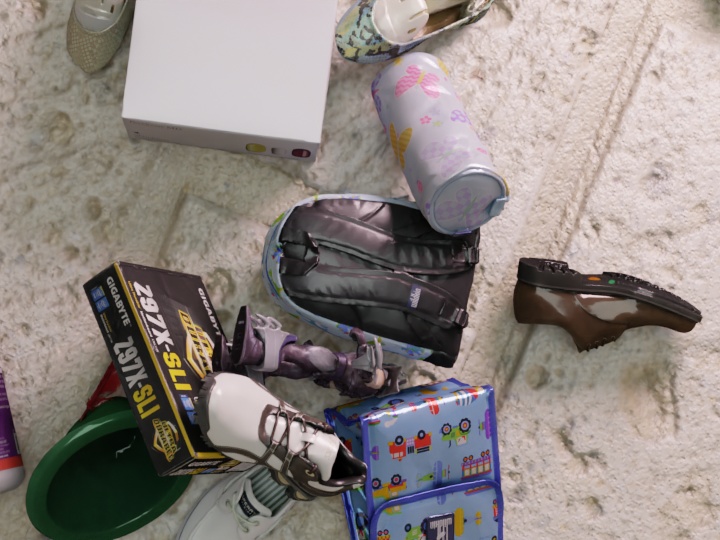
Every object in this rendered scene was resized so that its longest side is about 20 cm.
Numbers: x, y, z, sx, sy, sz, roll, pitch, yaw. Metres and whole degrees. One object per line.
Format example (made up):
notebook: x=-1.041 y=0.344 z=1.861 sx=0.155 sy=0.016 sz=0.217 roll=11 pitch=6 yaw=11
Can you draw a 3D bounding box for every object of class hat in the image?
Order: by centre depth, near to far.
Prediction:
hat: x=-0.261 y=0.145 z=1.497 sx=0.198 sy=0.167 sz=0.176 roll=-23 pitch=46 yaw=-15

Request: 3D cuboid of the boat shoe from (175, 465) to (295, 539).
boat shoe: x=-0.110 y=0.226 z=1.487 sx=0.074 sy=0.067 sz=0.200 roll=44 pitch=83 yaw=1

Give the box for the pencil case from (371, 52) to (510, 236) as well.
pencil case: x=0.078 y=-0.128 z=1.482 sx=0.089 sy=0.084 sz=0.201 roll=-9 pitch=46 yaw=-16

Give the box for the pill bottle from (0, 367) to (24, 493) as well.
pill bottle: x=-0.398 y=0.124 z=1.451 sx=0.111 sy=0.112 sz=0.203 roll=-14 pitch=85 yaw=-6

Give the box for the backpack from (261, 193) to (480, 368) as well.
backpack: x=0.000 y=0.000 z=1.492 sx=0.198 sy=0.153 sz=0.166 roll=9 pitch=88 yaw=-25

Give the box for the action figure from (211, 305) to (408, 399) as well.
action figure: x=-0.039 y=0.088 z=1.444 sx=0.198 sy=0.130 sz=0.070 roll=11 pitch=67 yaw=-30

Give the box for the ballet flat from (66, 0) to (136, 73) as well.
ballet flat: x=-0.254 y=-0.302 z=1.529 sx=0.067 sy=0.062 sz=0.202 roll=20 pitch=82 yaw=12

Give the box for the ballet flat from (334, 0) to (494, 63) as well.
ballet flat: x=0.062 y=-0.267 z=1.514 sx=0.199 sy=0.074 sz=0.075 roll=-29 pitch=87 yaw=-31

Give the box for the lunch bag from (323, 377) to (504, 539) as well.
lunch bag: x=0.060 y=0.223 z=1.487 sx=0.149 sy=0.094 sz=0.203 roll=-11 pitch=97 yaw=-25

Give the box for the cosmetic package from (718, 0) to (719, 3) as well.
cosmetic package: x=0.443 y=-0.392 z=1.602 sx=0.198 sy=0.052 sz=0.152 roll=-26 pitch=85 yaw=-7

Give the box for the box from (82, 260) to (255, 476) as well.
box: x=-0.171 y=0.095 z=1.430 sx=0.049 sy=0.159 sz=0.202 roll=-30 pitch=73 yaw=20

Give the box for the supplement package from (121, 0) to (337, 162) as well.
supplement package: x=-0.130 y=-0.205 z=1.507 sx=0.197 sy=0.111 sz=0.158 roll=7 pitch=84 yaw=-3

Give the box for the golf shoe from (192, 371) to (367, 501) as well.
golf shoe: x=-0.068 y=0.148 z=1.374 sx=0.200 sy=0.094 sz=0.079 roll=38 pitch=59 yaw=-43

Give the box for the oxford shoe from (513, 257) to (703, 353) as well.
oxford shoe: x=0.251 y=0.044 z=1.542 sx=0.197 sy=0.073 sz=0.086 roll=10 pitch=100 yaw=-2
